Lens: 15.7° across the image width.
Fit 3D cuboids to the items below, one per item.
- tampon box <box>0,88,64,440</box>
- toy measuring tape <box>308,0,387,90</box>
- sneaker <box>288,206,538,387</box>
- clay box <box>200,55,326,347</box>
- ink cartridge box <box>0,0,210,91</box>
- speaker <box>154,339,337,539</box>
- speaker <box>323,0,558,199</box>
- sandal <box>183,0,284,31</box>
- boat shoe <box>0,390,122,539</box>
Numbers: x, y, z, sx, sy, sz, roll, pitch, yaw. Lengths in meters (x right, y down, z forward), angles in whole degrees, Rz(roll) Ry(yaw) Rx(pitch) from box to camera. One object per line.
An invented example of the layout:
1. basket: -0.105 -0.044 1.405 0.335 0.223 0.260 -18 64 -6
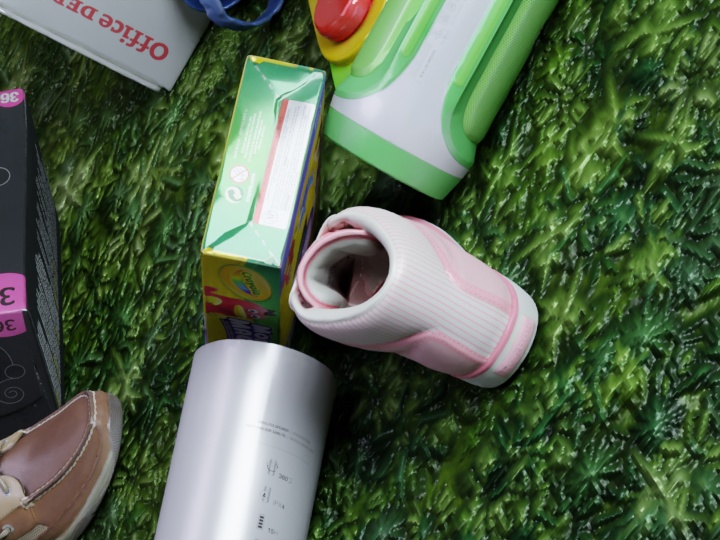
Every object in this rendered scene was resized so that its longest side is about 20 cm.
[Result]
1. tampon box: -0.272 0.005 1.672 0.149 0.127 0.201 -9 46 1
2. toy measuring tape: 0.005 -0.164 1.485 0.074 0.073 0.201 -46 35 27
3. sneaker: 0.000 0.000 1.335 0.200 0.104 0.076 23 90 61
4. clay box: -0.052 -0.018 1.414 0.200 0.047 0.116 92 -170 -68
5. ink cartridge box: -0.146 -0.240 1.699 0.201 0.145 0.083 -59 30 8
6. speaker: -0.067 0.139 1.357 0.081 0.081 0.201 -21 51 50
7. speaker: 0.059 -0.142 1.368 0.201 0.088 0.088 -61 30 5
8. sandal: -0.049 -0.223 1.615 0.200 0.079 0.087 -55 34 31
9. boat shoe: -0.217 0.141 1.598 0.200 0.072 0.076 -47 34 27
